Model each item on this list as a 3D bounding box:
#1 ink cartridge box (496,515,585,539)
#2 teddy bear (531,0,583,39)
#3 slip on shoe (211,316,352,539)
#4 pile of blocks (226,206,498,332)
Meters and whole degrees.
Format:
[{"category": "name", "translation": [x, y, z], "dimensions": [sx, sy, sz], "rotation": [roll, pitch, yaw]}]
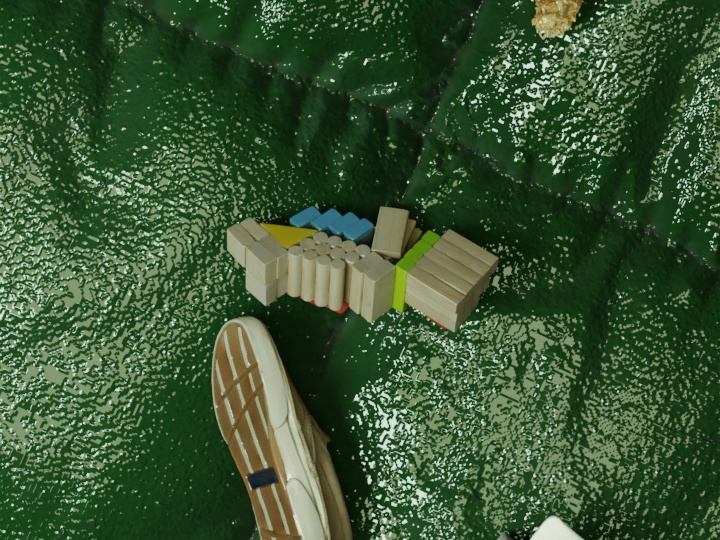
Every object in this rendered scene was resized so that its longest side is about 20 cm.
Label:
[{"category": "ink cartridge box", "translation": [0.117, 0.284, 1.229], "dimensions": [0.117, 0.067, 0.200], "rotation": [40, 94, -5]}, {"category": "teddy bear", "translation": [0.134, -0.248, 1.178], "dimensions": [0.199, 0.067, 0.146], "rotation": [21, 97, -4]}, {"category": "slip on shoe", "translation": [-0.054, 0.129, 1.214], "dimensions": [0.060, 0.076, 0.201], "rotation": [-17, 88, -40]}, {"category": "pile of blocks", "translation": [0.000, 0.000, 1.209], "dimensions": [0.199, 0.082, 0.062], "rotation": [12, 138, 6]}]
